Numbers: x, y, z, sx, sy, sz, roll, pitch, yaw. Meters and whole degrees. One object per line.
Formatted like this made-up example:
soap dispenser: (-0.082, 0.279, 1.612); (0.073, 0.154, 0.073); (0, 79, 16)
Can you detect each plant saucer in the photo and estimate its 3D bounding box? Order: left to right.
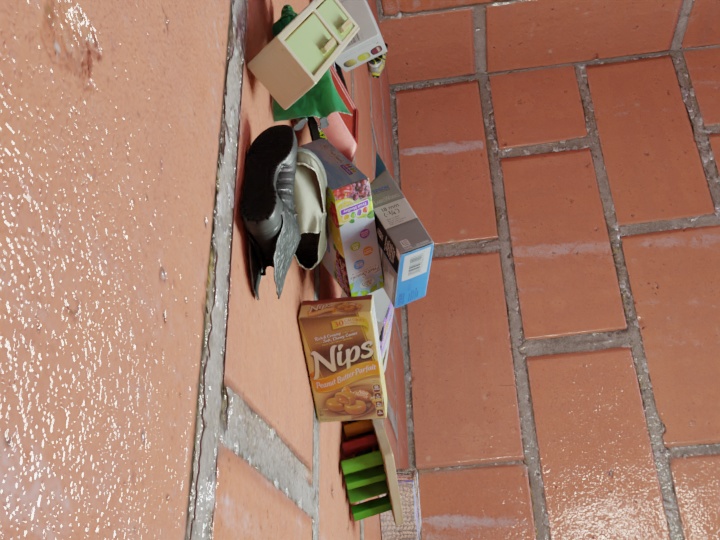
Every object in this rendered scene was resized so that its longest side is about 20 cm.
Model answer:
plant saucer: (-0.055, -0.297, 1.251); (0.201, 0.036, 0.201); (57, 18, -28)

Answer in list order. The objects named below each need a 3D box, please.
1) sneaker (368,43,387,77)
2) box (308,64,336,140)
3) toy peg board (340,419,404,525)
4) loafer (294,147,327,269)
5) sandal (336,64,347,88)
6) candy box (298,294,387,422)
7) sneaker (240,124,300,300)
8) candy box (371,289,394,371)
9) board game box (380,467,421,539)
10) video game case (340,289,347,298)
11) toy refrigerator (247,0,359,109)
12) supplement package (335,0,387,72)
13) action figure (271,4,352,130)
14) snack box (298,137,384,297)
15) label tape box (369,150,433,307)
sneaker: (0.060, -0.797, 2.806); (0.202, 0.074, 0.077); (-72, 165, -48)
box: (-0.064, -0.304, 1.458); (0.202, 0.047, 0.196); (78, 12, -48)
toy peg board: (0.006, 0.371, 1.470); (0.200, 0.096, 0.203); (-112, -169, -55)
loafer: (-0.078, -0.082, 1.054); (0.070, 0.074, 0.202); (-94, 175, -46)
sandal: (-0.051, -0.402, 1.677); (0.076, 0.047, 0.203); (68, 6, -64)
candy box: (-0.024, 0.142, 1.175); (0.056, 0.113, 0.203); (-84, 167, -61)
sneaker: (-0.105, -0.074, 0.907); (0.105, 0.059, 0.202); (75, 17, -50)
candy box: (0.015, 0.142, 1.433); (0.168, 0.070, 0.204); (-64, 163, -64)
board game box: (0.109, 0.636, 2.014); (0.200, 0.095, 0.163); (33, 52, -81)
video game case: (0.000, 0.000, 1.362); (0.201, 0.022, 0.184); (108, 6, -62)
toy refrigerator: (-0.070, -0.307, 1.009); (0.076, 0.069, 0.201); (47, 37, -17)
supplement package: (-0.019, -0.510, 1.588); (0.200, 0.112, 0.111); (-40, 107, -79)
action figure: (-0.090, -0.307, 1.103); (0.055, 0.116, 0.204); (131, -50, -63)
snack box: (-0.036, -0.083, 1.180); (0.169, 0.067, 0.203); (49, -26, 49)
label tape box: (0.040, -0.065, 1.189); (0.145, 0.062, 0.202); (93, -27, -54)
